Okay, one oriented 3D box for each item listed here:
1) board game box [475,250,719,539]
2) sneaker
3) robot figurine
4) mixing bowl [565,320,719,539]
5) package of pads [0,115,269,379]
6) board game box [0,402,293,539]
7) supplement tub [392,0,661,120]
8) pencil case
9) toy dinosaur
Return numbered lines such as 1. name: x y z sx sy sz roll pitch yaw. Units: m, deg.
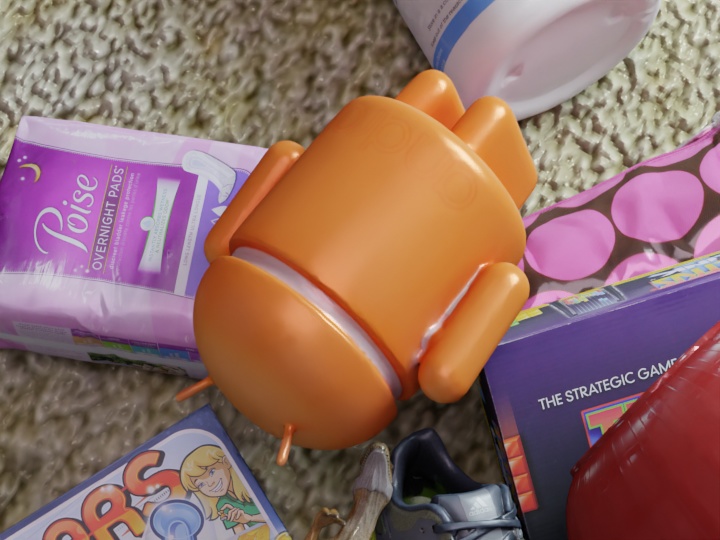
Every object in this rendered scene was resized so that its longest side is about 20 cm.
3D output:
1. board game box: 0.166 0.083 0.868 0.198 0.057 0.167 -17 100 -3
2. sneaker: 0.055 0.147 0.823 0.073 0.082 0.200 -15 30 -25
3. robot figurine: -0.001 0.000 0.845 0.144 0.117 0.200 40 74 -1
4. mixing bowl: 0.160 0.091 0.759 0.200 0.200 0.108 -42 79 -12
5. package of pads: -0.098 -0.009 0.947 0.198 0.076 0.122 8 68 7
6. board game box: -0.125 0.178 0.900 0.199 0.035 0.136 -32 71 -8
7. supplement tub: 0.064 -0.195 0.976 0.131 0.132 0.201 -27 71 -7
8. pencil case: 0.139 -0.015 0.928 0.198 0.091 0.094 -24 78 -3
9. toy dinosaur: -0.040 0.171 0.823 0.060 0.106 0.200 45 85 -6
